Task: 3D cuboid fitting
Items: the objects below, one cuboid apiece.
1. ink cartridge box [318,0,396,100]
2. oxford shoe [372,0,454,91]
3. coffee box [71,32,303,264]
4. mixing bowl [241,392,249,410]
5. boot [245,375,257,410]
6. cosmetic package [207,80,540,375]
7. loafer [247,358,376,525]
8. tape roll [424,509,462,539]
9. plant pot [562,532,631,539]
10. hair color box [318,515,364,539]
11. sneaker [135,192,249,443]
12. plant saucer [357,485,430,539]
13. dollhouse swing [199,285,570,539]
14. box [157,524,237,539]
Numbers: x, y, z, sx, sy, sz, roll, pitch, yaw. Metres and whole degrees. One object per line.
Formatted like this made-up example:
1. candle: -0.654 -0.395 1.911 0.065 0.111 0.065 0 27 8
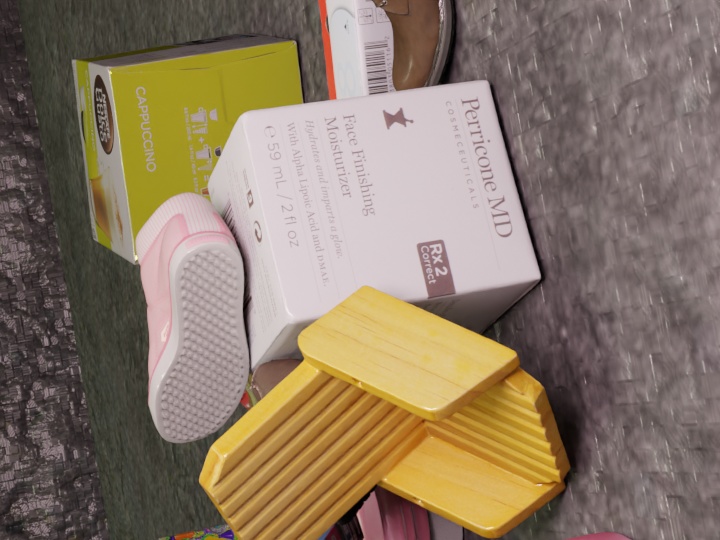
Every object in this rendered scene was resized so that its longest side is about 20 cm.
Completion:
1. ink cartridge box: -0.019 -0.218 1.623 0.200 0.047 0.161 -163 65 -68
2. oxford shoe: 0.027 -0.225 1.424 0.073 0.084 0.201 -136 39 -59
3. coffee box: -0.175 -0.131 1.898 0.198 0.199 0.201 -156 58 -68
4. mixing bowl: -0.081 0.075 1.868 0.200 0.108 0.202 171 90 -71
5. boot: -0.022 0.086 1.489 0.155 0.073 0.201 3 120 26
6. cosmetic package: 0.005 -0.031 1.398 0.165 0.199 0.166 129 129 -68
7. loafer: -0.033 0.124 1.418 0.071 0.073 0.200 26 152 30
8. tape roll: 0.040 0.197 1.672 0.203 0.037 0.204 170 90 -73
9. plant pot: 0.115 0.294 1.261 0.200 0.178 0.201 171 90 -73
10. hair color box: -0.078 0.274 1.518 0.060 0.200 0.100 28 161 20
11. sneaker: -0.132 0.031 1.412 0.105 0.075 0.201 -119 29 -48
12. plant saucer: 0.012 0.218 1.627 0.200 0.051 0.202 171 90 -71
13. dollhouse swing: 0.020 0.146 1.294 0.181 0.176 0.200 23 156 28
14. box: -0.114 0.382 1.984 0.122 0.191 0.201 118 139 -62
